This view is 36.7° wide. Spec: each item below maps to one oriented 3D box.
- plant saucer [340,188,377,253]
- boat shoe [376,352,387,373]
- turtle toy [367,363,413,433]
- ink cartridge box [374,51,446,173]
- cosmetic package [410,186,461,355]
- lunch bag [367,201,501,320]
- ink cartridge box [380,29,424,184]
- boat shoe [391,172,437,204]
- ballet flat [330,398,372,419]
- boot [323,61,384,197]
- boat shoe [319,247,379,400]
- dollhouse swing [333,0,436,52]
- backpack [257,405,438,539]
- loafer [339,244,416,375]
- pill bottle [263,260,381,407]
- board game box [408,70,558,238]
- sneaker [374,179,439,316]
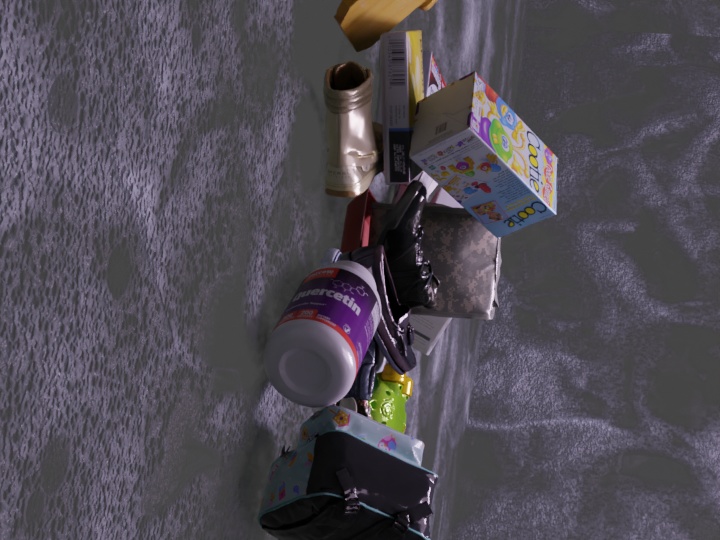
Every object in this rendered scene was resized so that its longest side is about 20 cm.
[{"bbox_3d":[0.000,0.000,1.633,0.200,0.036,0.203,50,47,-72],"label":"plant saucer"},{"bbox_3d":[0.039,0.075,1.750,0.068,0.072,0.203,35,62,-71],"label":"boat shoe"},{"bbox_3d":[0.022,0.226,1.686,0.200,0.099,0.148,63,35,-69],"label":"turtle toy"},{"bbox_3d":[0.082,-0.247,1.782,0.200,0.082,0.179,25,72,-77],"label":"ink cartridge box"},{"bbox_3d":[0.128,-0.006,1.853,0.201,0.122,0.200,-58,-176,33],"label":"cosmetic package"},{"bbox_3d":[0.113,-0.016,1.600,0.117,0.196,0.167,-10,105,-76],"label":"lunch bag"},{"bbox_3d":[0.066,-0.234,1.519,0.200,0.046,0.201,-45,133,-71],"label":"ink cartridge box"},{"bbox_3d":[0.088,-0.148,1.909,0.069,0.071,0.200,61,37,-19],"label":"boat shoe"},{"bbox_3d":[-0.009,0.244,1.538,0.064,0.074,0.202,77,-3,-59],"label":"ballet flat"},{"bbox_3d":[-0.005,-0.205,1.449,0.200,0.072,0.158,-58,150,-58],"label":"boot"},{"bbox_3d":[-0.016,0.074,1.469,0.071,0.089,0.204,-9,105,-77],"label":"boat shoe"},{"bbox_3d":[0.024,-0.426,1.449,0.200,0.174,0.184,22,44,-79],"label":"dollhouse swing"},{"bbox_3d":[-0.023,0.261,1.290,0.200,0.174,0.155,-41,-146,45],"label":"backpack"},{"bbox_3d":[0.039,0.054,1.450,0.072,0.062,0.202,-91,156,-60],"label":"loafer"},{"bbox_3d":[-0.039,0.068,1.314,0.201,0.110,0.114,-64,156,-58],"label":"pill bottle"},{"bbox_3d":[0.171,-0.153,1.468,0.199,0.104,0.104,39,46,-34],"label":"board game box"},{"bbox_3d":[0.074,-0.022,1.500,0.076,0.113,0.202,-50,162,-66],"label":"sneaker"}]
